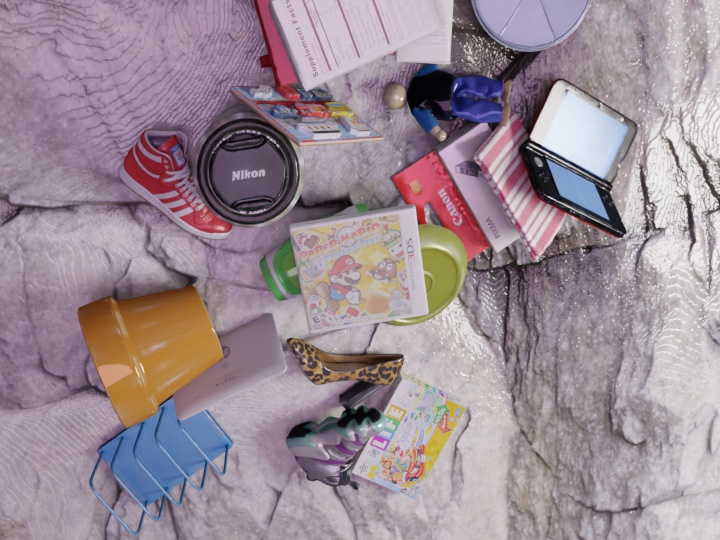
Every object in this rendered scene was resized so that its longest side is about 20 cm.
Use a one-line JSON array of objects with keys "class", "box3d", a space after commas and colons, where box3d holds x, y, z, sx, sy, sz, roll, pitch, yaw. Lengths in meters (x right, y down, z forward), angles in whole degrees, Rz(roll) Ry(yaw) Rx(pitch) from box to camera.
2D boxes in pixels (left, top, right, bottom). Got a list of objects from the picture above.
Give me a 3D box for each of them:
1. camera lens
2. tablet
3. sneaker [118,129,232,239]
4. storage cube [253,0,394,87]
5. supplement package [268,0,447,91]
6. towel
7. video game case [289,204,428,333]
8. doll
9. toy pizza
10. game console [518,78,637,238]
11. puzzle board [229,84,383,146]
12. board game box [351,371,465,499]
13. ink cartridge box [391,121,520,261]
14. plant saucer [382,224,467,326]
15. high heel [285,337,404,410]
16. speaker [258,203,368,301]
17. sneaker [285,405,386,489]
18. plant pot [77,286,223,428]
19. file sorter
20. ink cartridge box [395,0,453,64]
[{"class": "camera lens", "box3d": [-0.162, -0.162, 1.180, 0.156, 0.200, 0.163, -2, 108, -5]}, {"class": "tablet", "box3d": [-0.222, 0.156, 1.314, 0.197, 0.131, 0.014, -25, 137, 2]}, {"class": "sneaker", "box3d": [-0.269, -0.136, 1.228, 0.198, 0.072, 0.113, 33, 128, -12]}, {"class": "storage cube", "box3d": [-0.064, -0.380, 1.139, 0.196, 0.171, 0.183, -15, 108, -1]}, {"class": "supplement package", "box3d": [-0.007, -0.325, 1.012, 0.197, 0.117, 0.119, -24, 108, -1]}, {"class": "towel", "box3d": [0.258, -0.135, 1.272, 0.030, 0.146, 0.202, -19, 110, 45]}, {"class": "video game case", "box3d": [0.000, 0.000, 1.246, 0.196, 0.023, 0.185, -9, 113, 2]}, {"class": "doll", "box3d": [0.134, -0.265, 1.242, 0.196, 0.049, 0.139, 6, 76, 4]}, {"class": "toy pizza", "box3d": [0.264, -0.444, 1.226, 0.196, 0.032, 0.204, -1, 108, -4]}, {"class": "game console", "box3d": [0.362, -0.174, 1.254, 0.197, 0.175, 0.119, 20, 131, -27]}, {"class": "puzzle board", "box3d": [-0.072, -0.228, 1.147, 0.150, 0.199, 0.018, 39, 121, 24]}, {"class": "board game box", "box3d": [0.084, 0.298, 1.432, 0.133, 0.034, 0.203, 24, 103, -12]}, {"class": "ink cartridge box", "box3d": [0.176, -0.116, 1.311, 0.175, 0.045, 0.202, -33, 107, 4]}, {"class": "plant saucer", "box3d": [0.091, 0.018, 1.312, 0.196, 0.031, 0.203, -11, 127, -15]}, {"class": "high heel", "box3d": [-0.023, 0.142, 1.350, 0.142, 0.072, 0.200, -37, 123, 12]}, {"class": "speaker", "box3d": [-0.063, -0.030, 1.292, 0.197, 0.089, 0.089, -29, 108, 3]}, {"class": "sneaker", "box3d": [-0.022, 0.321, 1.386, 0.197, 0.078, 0.142, -17, 105, 29]}, {"class": "plant pot", "box3d": [-0.324, 0.118, 1.265, 0.181, 0.200, 0.204, -23, 109, -14]}, {"class": "file sorter", "box3d": [-0.339, 0.327, 1.353, 0.198, 0.123, 0.140, -35, 107, 6]}, {"class": "ink cartridge box", "box3d": [0.094, -0.408, 1.156, 0.086, 0.146, 0.204, 0, 108, 5]}]
